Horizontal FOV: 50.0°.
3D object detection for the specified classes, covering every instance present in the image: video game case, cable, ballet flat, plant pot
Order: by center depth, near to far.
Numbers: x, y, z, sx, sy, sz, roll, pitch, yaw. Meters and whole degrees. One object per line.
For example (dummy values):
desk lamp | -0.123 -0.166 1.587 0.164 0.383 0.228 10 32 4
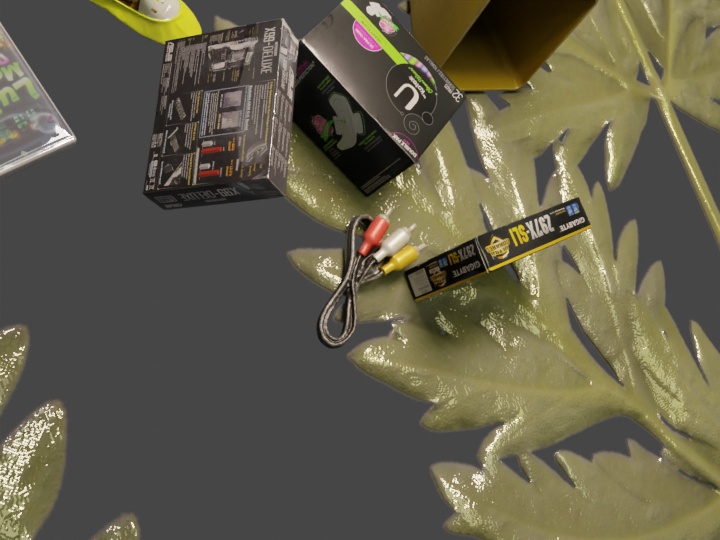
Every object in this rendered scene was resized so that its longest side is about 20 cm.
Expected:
video game case | -0.426 -0.167 0.786 0.199 0.023 0.183 -35 94 -33
ballet flat | -0.272 -0.328 0.900 0.198 0.067 0.068 25 63 -21
cable | 0.000 0.000 0.962 0.097 0.050 0.200 44 57 -9
plant pot | 0.182 -0.395 1.120 0.198 0.200 0.178 -9 68 -32

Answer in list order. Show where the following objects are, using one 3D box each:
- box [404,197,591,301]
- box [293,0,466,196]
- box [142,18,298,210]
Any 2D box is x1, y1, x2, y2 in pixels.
box | 0.179 -0.027 1.011 0.199 0.159 0.050 -21 84 -34
box | 0.006 -0.230 0.997 0.200 0.124 0.149 45 58 -12
box | -0.155 -0.176 0.871 0.050 0.156 0.203 44 44 -62
